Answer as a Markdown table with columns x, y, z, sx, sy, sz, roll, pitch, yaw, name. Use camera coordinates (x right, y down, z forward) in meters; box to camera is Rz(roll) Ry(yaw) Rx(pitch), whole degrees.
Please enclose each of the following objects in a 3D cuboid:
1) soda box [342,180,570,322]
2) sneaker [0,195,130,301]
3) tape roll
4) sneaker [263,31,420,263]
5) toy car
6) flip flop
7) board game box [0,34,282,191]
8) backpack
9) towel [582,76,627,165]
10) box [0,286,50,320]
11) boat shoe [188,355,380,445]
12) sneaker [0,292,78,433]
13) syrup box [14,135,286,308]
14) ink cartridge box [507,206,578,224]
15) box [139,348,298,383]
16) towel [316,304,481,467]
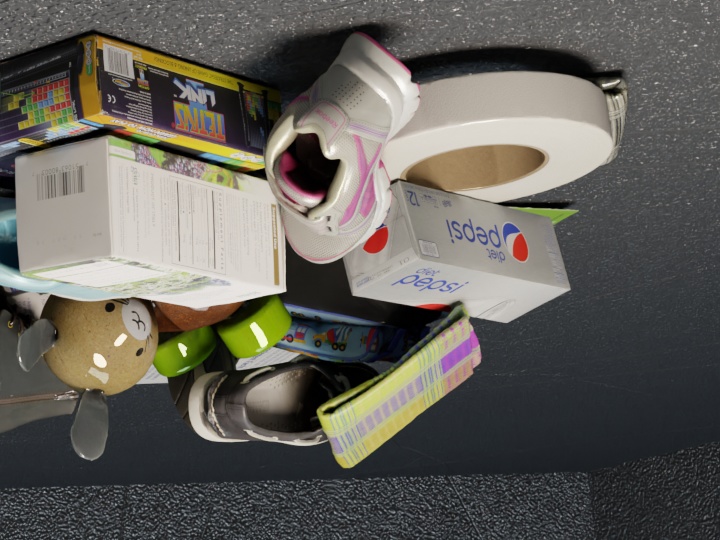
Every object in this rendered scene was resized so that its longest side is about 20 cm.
| x | y | z | sx | sy | sz | roll | pitch | yaw | name |
| --- | --- | --- | --- | --- | --- | --- | --- | --- | --- |
| 0.070 | -0.011 | 1.617 | 0.068 | 0.064 | 0.199 | -28 | 157 | 32 | soda box |
| -0.196 | -0.010 | 1.492 | 0.199 | 0.075 | 0.082 | 3 | -167 | -36 | sneaker |
| 0.078 | -0.089 | 1.541 | 0.201 | 0.037 | 0.203 | -7 | 165 | -2 | tape roll |
| -0.028 | -0.067 | 1.441 | 0.088 | 0.081 | 0.201 | -41 | 160 | -32 | sneaker |
| -0.175 | 0.036 | 1.611 | 0.157 | 0.165 | 0.200 | -15 | -154 | 39 | toy car |
| -0.123 | 0.039 | 1.786 | 0.057 | 0.201 | 0.081 | 11 | 142 | -35 | flip flop |
| -0.173 | -0.094 | 1.464 | 0.164 | 0.057 | 0.199 | -14 | 166 | 32 | board game box |
| 0.000 | 0.000 | 1.769 | 0.181 | 0.136 | 0.200 | 11 | -176 | 24 | backpack |
| 0.100 | -0.098 | 1.635 | 0.198 | 0.035 | 0.193 | -6 | 169 | 3 | towel |
| -0.244 | 0.001 | 1.757 | 0.198 | 0.120 | 0.042 | -6 | -152 | -2 | box |
| -0.044 | 0.100 | 1.707 | 0.060 | 0.075 | 0.199 | -4 | 175 | 43 | boat shoe |
| -0.278 | 0.039 | 1.708 | 0.105 | 0.075 | 0.201 | -12 | 130 | -20 | sneaker |
| -0.136 | -0.029 | 1.456 | 0.078 | 0.082 | 0.199 | -9 | 169 | 30 | syrup box |
| 0.082 | -0.007 | 1.969 | 0.198 | 0.077 | 0.148 | 0 | 168 | -19 | ink cartridge box |
| -0.157 | 0.035 | 1.983 | 0.198 | 0.106 | 0.184 | 0 | 167 | -21 | box |
| 0.031 | 0.092 | 1.691 | 0.143 | 0.023 | 0.200 | -37 | 166 | -4 | towel |
